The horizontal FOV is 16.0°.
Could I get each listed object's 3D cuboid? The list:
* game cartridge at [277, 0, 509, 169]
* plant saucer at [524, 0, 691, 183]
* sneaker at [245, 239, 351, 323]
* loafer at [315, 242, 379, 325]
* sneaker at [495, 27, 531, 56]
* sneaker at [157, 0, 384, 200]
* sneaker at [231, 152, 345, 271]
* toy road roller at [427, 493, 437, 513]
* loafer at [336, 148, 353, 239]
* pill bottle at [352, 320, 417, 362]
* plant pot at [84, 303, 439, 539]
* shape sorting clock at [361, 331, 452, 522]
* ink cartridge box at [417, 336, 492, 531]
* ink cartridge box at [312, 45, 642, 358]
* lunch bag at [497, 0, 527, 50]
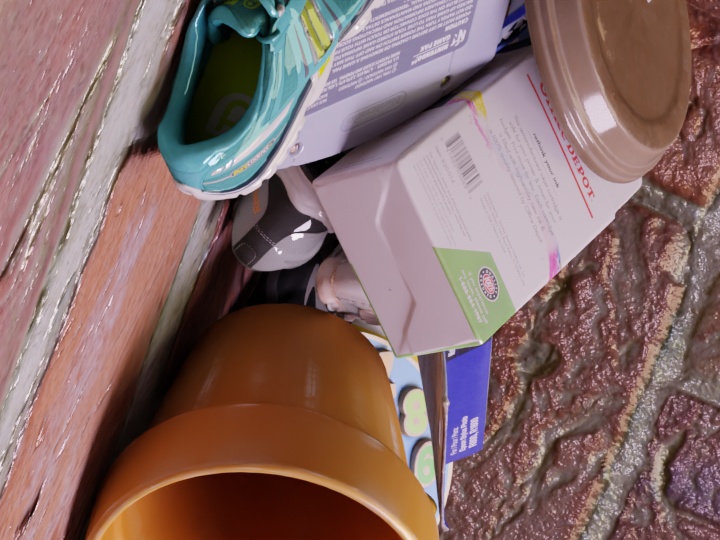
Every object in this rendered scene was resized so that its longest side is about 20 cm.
[{"bbox_3d":[0.005,-0.128,1.360,0.200,0.041,0.134,-26,140,-39],"label":"game cartridge"},{"bbox_3d":[0.147,-0.151,1.480,0.200,0.029,0.201,27,59,-56],"label":"plant saucer"},{"bbox_3d":[-0.057,0.062,1.629,0.200,0.071,0.083,-63,178,-17],"label":"sneaker"},{"bbox_3d":[0.000,0.000,1.563,0.200,0.063,0.072,-171,-99,-87],"label":"loafer"},{"bbox_3d":[0.101,-0.145,1.648,0.146,0.199,0.081,-44,124,-37],"label":"sneaker"},{"bbox_3d":[-0.038,-0.127,1.210,0.201,0.077,0.080,-68,164,-1],"label":"sneaker"},{"bbox_3d":[-0.040,-0.042,1.514,0.079,0.074,0.200,-43,180,8],"label":"sneaker"},{"bbox_3d":[-0.036,0.189,1.620,0.146,0.199,0.123,-63,178,-18],"label":"toy road roller"},{"bbox_3d":[0.017,-0.066,1.700,0.200,0.075,0.070,-44,148,-50],"label":"loafer"},{"bbox_3d":[-0.012,0.071,1.832,0.111,0.111,0.201,28,83,-83],"label":"pill bottle"},{"bbox_3d":[-0.051,0.123,1.475,0.184,0.199,0.201,-85,-171,-51],"label":"plant pot"},{"bbox_3d":[-0.021,0.140,1.753,0.039,0.199,0.201,22,-91,57],"label":"shape sorting clock"},{"bbox_3d":[0.056,0.033,1.589,0.200,0.040,0.201,89,-5,-63],"label":"ink cartridge box"},{"bbox_3d":[0.072,-0.049,1.458,0.067,0.118,0.200,-13,-162,42],"label":"ink cartridge box"},{"bbox_3d":[0.048,-0.176,1.496,0.200,0.075,0.161,-33,146,-44],"label":"lunch bag"}]
